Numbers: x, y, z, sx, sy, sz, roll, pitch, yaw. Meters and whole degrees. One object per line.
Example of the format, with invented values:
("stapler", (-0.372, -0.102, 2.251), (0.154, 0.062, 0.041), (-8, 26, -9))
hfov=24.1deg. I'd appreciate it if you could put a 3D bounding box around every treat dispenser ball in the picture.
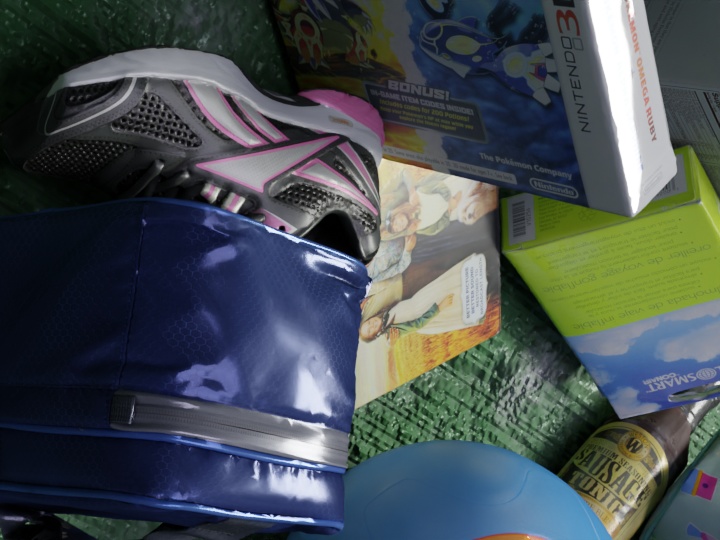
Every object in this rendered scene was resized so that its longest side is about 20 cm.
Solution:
("treat dispenser ball", (0.048, 0.192, 0.906), (0.200, 0.200, 0.202), (-19, 118, -41))

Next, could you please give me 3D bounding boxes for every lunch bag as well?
("lunch bag", (0.242, 0.200, 1.161), (0.160, 0.077, 0.201), (-30, 144, -48))
("lunch bag", (-0.103, 0.053, 0.704), (0.136, 0.199, 0.133), (20, 72, -46))

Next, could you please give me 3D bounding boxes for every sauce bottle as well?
("sauce bottle", (0.170, 0.134, 1.114), (0.200, 0.066, 0.066), (-47, 133, -26))

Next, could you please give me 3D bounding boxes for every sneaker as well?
("sneaker", (-0.061, -0.040, 0.756), (0.199, 0.080, 0.087), (4, 66, -36))

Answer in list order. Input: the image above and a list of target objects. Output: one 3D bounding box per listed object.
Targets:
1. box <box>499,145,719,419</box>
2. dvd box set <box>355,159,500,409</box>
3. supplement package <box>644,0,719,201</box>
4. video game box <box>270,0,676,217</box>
("box", (0.177, 0.013, 1.027), (0.200, 0.121, 0.048), (51, 32, -46))
("dvd box set", (0.000, 0.000, 0.907), (0.199, 0.029, 0.147), (-24, 121, -39))
("supplement package", (0.252, -0.137, 0.979), (0.147, 0.199, 0.192), (49, 63, -44))
("video game box", (0.038, -0.125, 0.771), (0.047, 0.199, 0.183), (-41, 130, -33))
